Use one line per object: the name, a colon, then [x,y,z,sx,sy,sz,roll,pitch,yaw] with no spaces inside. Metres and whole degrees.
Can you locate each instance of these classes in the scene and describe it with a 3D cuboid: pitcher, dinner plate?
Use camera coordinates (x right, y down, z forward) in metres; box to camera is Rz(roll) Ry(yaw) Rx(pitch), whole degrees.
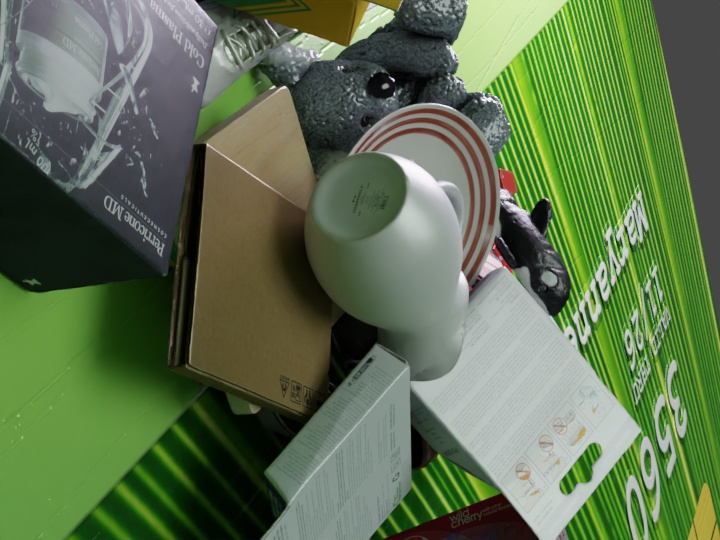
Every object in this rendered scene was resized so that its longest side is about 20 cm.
pitcher: [0.035,-0.028,1.111,0.200,0.120,0.174,57,43,-55]
dinner plate: [0.044,-0.048,1.207,0.198,0.024,0.203,-14,113,-36]

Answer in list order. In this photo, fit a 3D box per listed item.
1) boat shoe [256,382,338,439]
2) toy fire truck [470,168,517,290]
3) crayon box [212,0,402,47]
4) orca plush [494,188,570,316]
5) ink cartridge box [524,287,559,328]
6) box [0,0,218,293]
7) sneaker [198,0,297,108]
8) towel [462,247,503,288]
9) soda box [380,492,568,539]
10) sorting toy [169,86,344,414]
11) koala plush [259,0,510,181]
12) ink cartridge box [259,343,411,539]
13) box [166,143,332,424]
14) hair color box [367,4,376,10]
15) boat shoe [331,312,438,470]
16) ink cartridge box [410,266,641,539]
boat shoe: [-0.030,0.130,1.201,0.201,0.065,0.071,58,36,-41]
toy fire truck: [0.134,-0.039,1.593,0.199,0.048,0.143,-20,101,-62]
crayon box: [-0.051,-0.256,1.119,0.052,0.197,0.126,105,6,-45]
orca plush: [0.170,-0.051,1.432,0.105,0.071,0.201,41,15,-51]
ink cartridge box: [0.108,0.094,1.383,0.086,0.147,0.199,57,24,12]
box: [-0.203,-0.121,0.860,0.200,0.122,0.199,45,47,-51]
sneaker: [-0.101,-0.200,1.130,0.071,0.079,0.201,68,32,-31]
towel: [0.076,-0.043,1.356,0.143,0.023,0.201,32,19,-22]
soda box: [0.089,0.264,1.254,0.070,0.198,0.064,42,30,-52]
sorting toy: [-0.100,-0.019,1.096,0.200,0.069,0.201,-47,125,-57]
koala plush: [0.001,-0.151,1.268,0.199,0.183,0.180,-23,92,-42]
ink cartridge box: [-0.029,0.189,1.109,0.200,0.040,0.201,-48,154,-29]
box: [-0.076,0.016,1.033,0.200,0.021,0.166,32,56,-57]
hair color box: [-0.006,-0.315,1.366,0.200,0.060,0.101,-44,123,-58]
boat shoe: [0.022,0.090,1.246,0.201,0.072,0.072,58,22,-12]
ink cartridge box: [0.138,0.122,1.227,0.201,0.050,0.162,50,60,-6]
